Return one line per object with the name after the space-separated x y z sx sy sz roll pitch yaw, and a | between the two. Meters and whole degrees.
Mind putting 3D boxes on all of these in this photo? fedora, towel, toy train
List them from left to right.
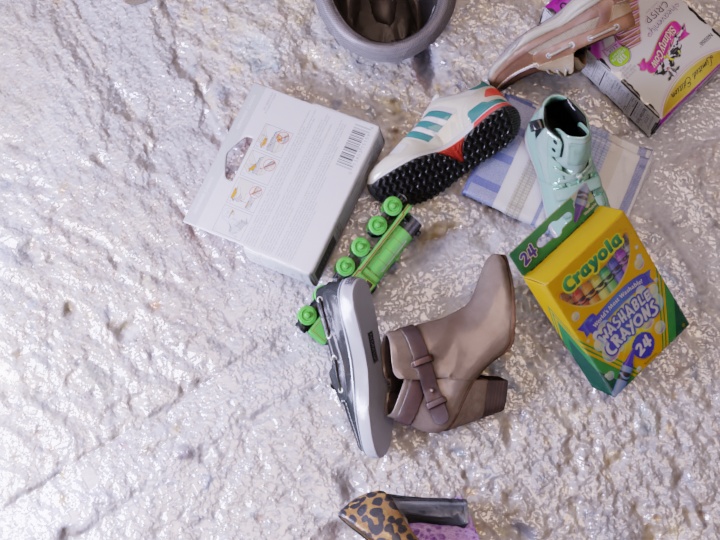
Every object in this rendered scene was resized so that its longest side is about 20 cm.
0.000 0.000 1.443 0.056 0.042 0.201 39 82 -1 | toy train
0.027 -0.341 1.520 0.174 0.090 0.203 -16 81 -4 | fedora
0.237 -0.114 1.494 0.197 0.024 0.149 23 77 8 | towel

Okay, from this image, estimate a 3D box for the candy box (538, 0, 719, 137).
0.332 -0.282 1.523 0.136 0.061 0.200 -42 79 -11 | candy box

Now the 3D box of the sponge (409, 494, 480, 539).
0.098 0.360 1.353 0.110 0.030 0.203 -21 75 -7 | sponge

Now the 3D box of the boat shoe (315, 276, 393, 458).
-0.007 0.109 1.396 0.056 0.068 0.204 -8 93 26 | boat shoe

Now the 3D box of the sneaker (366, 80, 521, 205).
0.089 -0.155 1.490 0.198 0.071 0.094 -31 45 3 | sneaker

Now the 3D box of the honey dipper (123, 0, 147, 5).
-0.299 -0.427 1.572 0.037 0.038 0.203 -13 70 -5 | honey dipper

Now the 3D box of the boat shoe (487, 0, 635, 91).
0.234 -0.261 1.469 0.072 0.199 0.075 58 36 1 | boat shoe

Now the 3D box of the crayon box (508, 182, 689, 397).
0.266 0.022 1.387 0.125 0.051 0.201 -41 112 -12 | crayon box

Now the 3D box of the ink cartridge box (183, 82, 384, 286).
-0.089 -0.104 1.476 0.171 0.044 0.202 21 74 17 | ink cartridge box

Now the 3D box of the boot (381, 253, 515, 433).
0.095 0.079 1.397 0.144 0.070 0.204 3 83 -18 | boot

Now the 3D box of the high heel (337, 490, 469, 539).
0.045 0.329 1.304 0.140 0.072 0.203 3 58 -6 | high heel

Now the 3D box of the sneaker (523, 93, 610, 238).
0.242 -0.100 1.418 0.073 0.118 0.203 -22 77 -5 | sneaker
